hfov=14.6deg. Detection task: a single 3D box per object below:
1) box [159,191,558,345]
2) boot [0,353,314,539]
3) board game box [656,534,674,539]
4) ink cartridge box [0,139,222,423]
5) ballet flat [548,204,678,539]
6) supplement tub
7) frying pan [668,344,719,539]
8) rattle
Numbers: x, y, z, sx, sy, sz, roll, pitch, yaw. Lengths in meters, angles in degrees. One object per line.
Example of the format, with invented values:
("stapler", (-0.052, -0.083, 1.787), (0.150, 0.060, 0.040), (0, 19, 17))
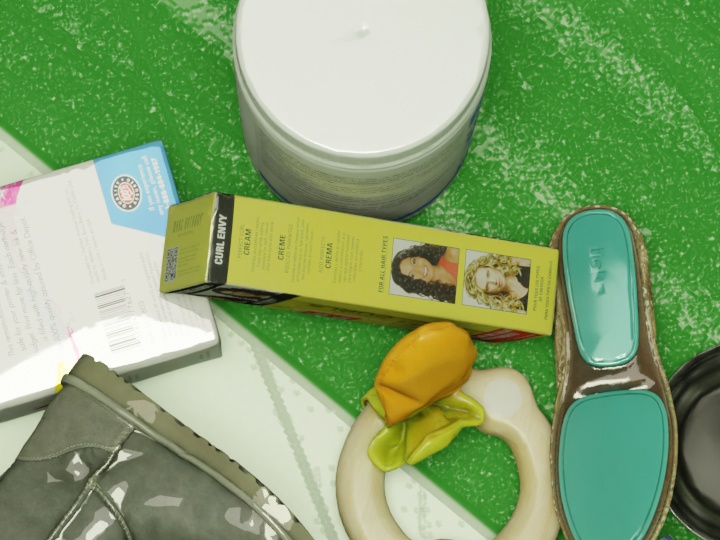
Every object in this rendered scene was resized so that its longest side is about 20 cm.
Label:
("box", (0.000, 0.000, 1.481), (0.199, 0.075, 0.050), (9, 81, -24))
("boot", (-0.138, 0.164, 1.384), (0.181, 0.073, 0.200), (33, 75, 18))
("board game box", (0.129, 0.276, 1.463), (0.199, 0.062, 0.201), (-31, 99, -2))
("ink cartridge box", (-0.184, 0.017, 1.510), (0.199, 0.068, 0.116), (-16, 83, -4))
("ballet flat", (0.135, 0.066, 1.507), (0.070, 0.065, 0.201), (-1, 73, 7))
("supplement tub", (0.000, -0.100, 1.466), (0.131, 0.200, 0.133), (0, 81, -2))
("frying pan", (0.237, 0.070, 1.530), (0.115, 0.031, 0.190), (45, 80, 5))
("rattle", (0.058, 0.141, 1.466), (0.129, 0.143, 0.201), (4, 74, -19))
